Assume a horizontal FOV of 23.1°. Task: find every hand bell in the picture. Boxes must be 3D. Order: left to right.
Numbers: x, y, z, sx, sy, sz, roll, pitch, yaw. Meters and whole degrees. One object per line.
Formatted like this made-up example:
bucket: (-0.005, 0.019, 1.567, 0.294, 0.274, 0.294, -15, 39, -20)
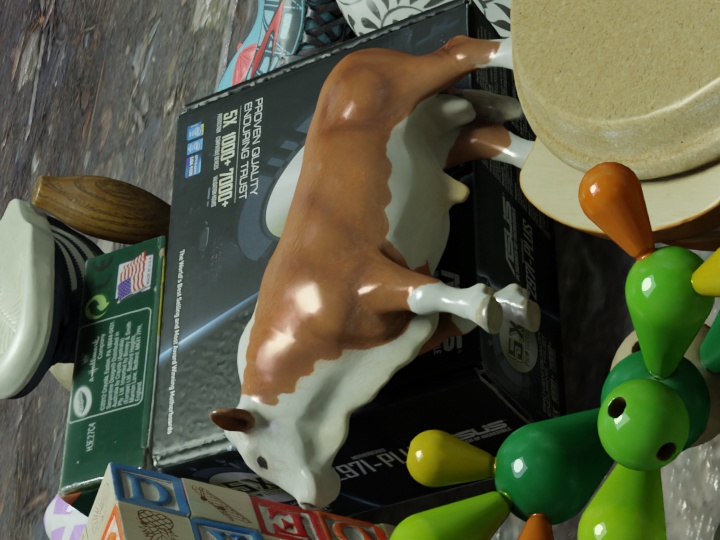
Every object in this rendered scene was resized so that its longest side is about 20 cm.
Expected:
hand bell: (-0.078, -0.019, 0.947, 0.104, 0.199, 0.105, -49, 32, 47)

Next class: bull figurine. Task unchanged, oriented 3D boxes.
bull figurine: (0.011, -0.007, 0.692, 0.121, 0.065, 0.201, -5, 61, 27)

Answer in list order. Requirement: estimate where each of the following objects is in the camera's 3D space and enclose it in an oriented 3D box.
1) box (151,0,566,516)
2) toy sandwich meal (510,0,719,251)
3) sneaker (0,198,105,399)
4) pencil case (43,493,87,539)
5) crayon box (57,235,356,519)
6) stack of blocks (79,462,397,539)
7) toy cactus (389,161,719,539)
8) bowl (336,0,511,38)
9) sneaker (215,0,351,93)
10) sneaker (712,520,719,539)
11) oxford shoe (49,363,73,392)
box: (0.000, 0.000, 0.798, 0.163, 0.086, 0.201, -17, 53, 26)
toy sandwich meal: (0.132, -0.102, 0.620, 0.205, 0.070, 0.206, -32, 45, 38)
sneaker: (-0.148, 0.021, 0.884, 0.075, 0.084, 0.200, -55, 18, 11)
pencil case: (-0.097, 0.189, 0.918, 0.084, 0.085, 0.201, -35, 57, 9)
crayon box: (-0.066, 0.090, 0.864, 0.051, 0.200, 0.128, -16, 52, 23)
stack of blocks: (-0.003, 0.144, 0.649, 0.059, 0.199, 0.115, -67, 21, 17)
toy cactus: (0.090, 0.037, 0.575, 0.200, 0.102, 0.165, -48, -11, 14)
bowl: (0.032, -0.195, 0.936, 0.201, 0.094, 0.202, -50, 31, 47)
sneaker: (-0.028, -0.138, 1.099, 0.096, 0.079, 0.201, -113, 34, -44)
sneaker: (0.128, 0.119, 0.546, 0.094, 0.070, 0.200, -74, 10, -55)
oxford shoe: (-0.101, 0.000, 1.021, 0.200, 0.071, 0.075, -38, 33, -26)
